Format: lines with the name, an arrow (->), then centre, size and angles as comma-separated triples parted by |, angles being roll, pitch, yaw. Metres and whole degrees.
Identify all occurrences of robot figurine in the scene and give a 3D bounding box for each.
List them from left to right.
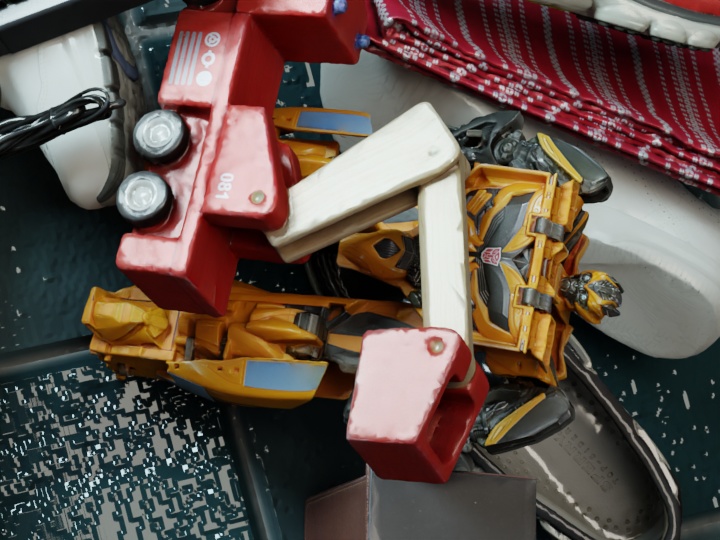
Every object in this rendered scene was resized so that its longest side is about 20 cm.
robot figurine -> 0.000, 0.000, 0.984 | 0.200, 0.058, 0.145 | 4, 71, 18

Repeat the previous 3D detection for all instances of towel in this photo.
towel -> 0.089, -0.103, 1.080 | 0.200, 0.022, 0.145 | 20, 35, -18

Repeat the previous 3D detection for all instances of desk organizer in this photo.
desk organizer -> 0.020, 0.180, 0.988 | 0.072, 0.077, 0.200 | 7, 74, -21

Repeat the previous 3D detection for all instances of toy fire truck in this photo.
toy fire truck -> -0.013, -0.030, 0.940 | 0.141, 0.049, 0.200 | 6, 70, 19

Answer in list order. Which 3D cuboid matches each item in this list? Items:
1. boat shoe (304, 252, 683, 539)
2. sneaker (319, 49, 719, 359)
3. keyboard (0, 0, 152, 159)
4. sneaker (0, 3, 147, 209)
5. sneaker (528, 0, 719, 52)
boat shoe -> 0.055, 0.044, 1.036 | 0.074, 0.060, 0.200 | -41, 95, 2
sneaker -> 0.075, -0.047, 1.082 | 0.200, 0.075, 0.089 | 36, 46, -7
keyboard -> -0.140, -0.092, 0.943 | 0.200, 0.021, 0.127 | -20, 72, 8
sneaker -> -0.144, -0.104, 0.993 | 0.087, 0.075, 0.200 | -28, 70, -2
sneaker -> 0.099, -0.141, 1.021 | 0.200, 0.077, 0.085 | 13, 101, -26
